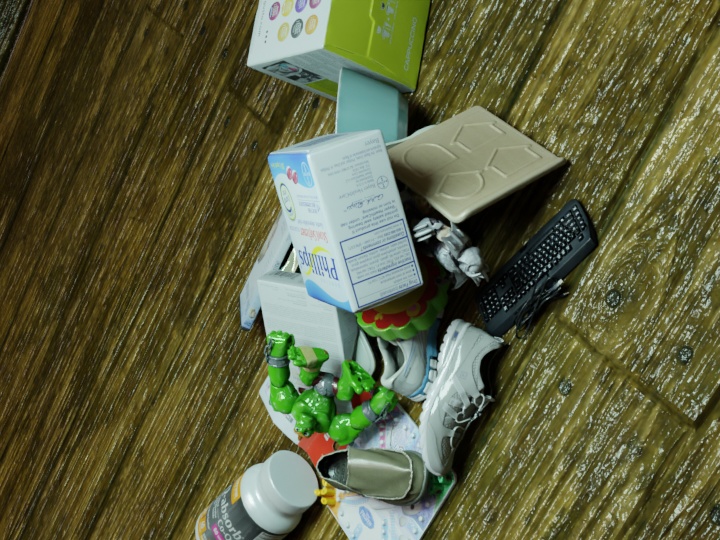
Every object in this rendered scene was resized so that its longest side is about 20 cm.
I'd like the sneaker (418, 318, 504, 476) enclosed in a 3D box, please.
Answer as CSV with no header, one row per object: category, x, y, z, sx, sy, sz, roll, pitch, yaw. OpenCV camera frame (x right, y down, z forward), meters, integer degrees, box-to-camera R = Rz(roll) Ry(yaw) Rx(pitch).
sneaker,0.130,0.168,1.325,0.081,0.074,0.204,13,90,25

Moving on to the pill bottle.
pill bottle,-0.158,0.368,1.578,0.200,0.115,0.118,-46,47,31

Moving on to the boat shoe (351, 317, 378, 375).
boat shoe,-0.027,0.080,1.555,0.076,0.060,0.201,-49,63,28

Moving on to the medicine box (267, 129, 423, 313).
medicine box,-0.022,-0.066,1.299,0.182,0.101,0.204,14,121,69

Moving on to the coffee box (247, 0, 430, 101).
coffee box,-0.028,-0.394,1.603,0.196,0.198,0.204,2,79,49

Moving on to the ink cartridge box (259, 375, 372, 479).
ink cartridge box,-0.071,0.194,1.585,0.164,0.056,0.201,-57,37,20

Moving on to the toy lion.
toy lion,0.048,-0.002,1.426,0.198,0.069,0.193,24,74,42

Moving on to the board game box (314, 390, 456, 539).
board game box,0.028,0.302,1.443,0.200,0.026,0.202,47,114,45

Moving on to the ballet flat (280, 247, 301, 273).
ballet flat,-0.093,-0.002,1.667,0.069,0.069,0.203,35,105,49

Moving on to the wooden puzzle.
wooden puzzle,0.141,-0.135,1.355,0.200,0.183,0.047,39,148,44

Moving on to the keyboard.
keyboard,0.217,0.005,1.306,0.200,0.039,0.105,-49,45,30

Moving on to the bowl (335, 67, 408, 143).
bowl,0.018,-0.195,1.522,0.201,0.103,0.205,2,-90,-89

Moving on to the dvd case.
dvd case,-0.157,-0.013,1.733,0.202,0.017,0.143,-64,16,15

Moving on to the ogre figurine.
ogre figurine,-0.053,0.177,1.460,0.099,0.196,0.121,-87,15,-59

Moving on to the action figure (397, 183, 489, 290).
action figure,0.090,-0.034,1.312,0.069,0.131,0.199,-41,43,-14

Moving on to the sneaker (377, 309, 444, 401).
sneaker,0.064,0.075,1.431,0.074,0.086,0.204,-18,63,48

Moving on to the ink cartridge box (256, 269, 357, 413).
ink cartridge box,-0.071,0.107,1.539,0.158,0.047,0.204,9,117,39

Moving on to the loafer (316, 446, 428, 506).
loafer,0.012,0.277,1.393,0.198,0.069,0.077,-12,70,48

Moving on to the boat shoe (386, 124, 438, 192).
boat shoe,0.066,-0.143,1.435,0.060,0.200,0.073,28,139,43
